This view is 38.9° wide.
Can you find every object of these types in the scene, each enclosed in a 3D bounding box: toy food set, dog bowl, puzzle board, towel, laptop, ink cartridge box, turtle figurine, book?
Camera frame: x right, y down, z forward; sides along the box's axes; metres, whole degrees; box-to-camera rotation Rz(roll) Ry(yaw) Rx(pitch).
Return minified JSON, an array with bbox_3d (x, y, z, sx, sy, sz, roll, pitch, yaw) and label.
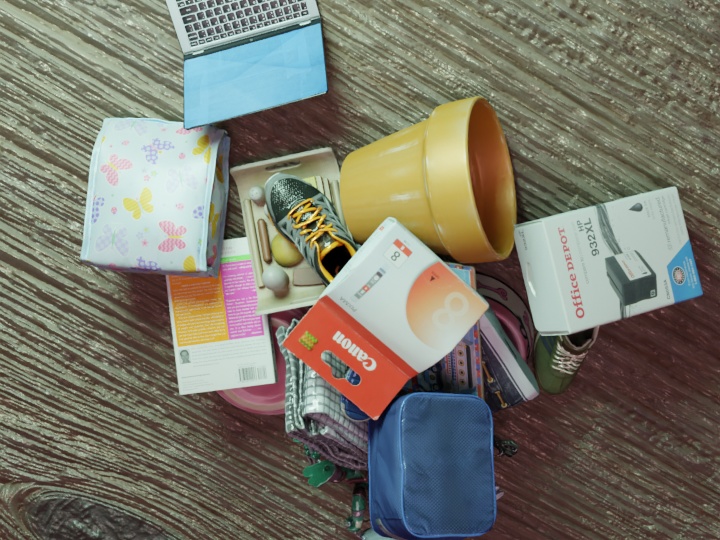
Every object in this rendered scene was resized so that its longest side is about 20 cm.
[{"bbox_3d":[-0.087,-0.051,1.339,0.143,0.060,0.201,-11,84,8],"label":"toy food set"},{"bbox_3d":[0.144,0.107,1.414,0.199,0.074,0.201,1,113,3],"label":"dog bowl"},{"bbox_3d":[0.088,0.078,1.323,0.150,0.017,0.201,11,118,36],"label":"puzzle board"},{"bbox_3d":[-0.033,0.163,1.360,0.085,0.166,0.200,-18,146,27],"label":"towel"},{"bbox_3d":[-0.149,-0.302,1.243,0.186,0.116,0.201,-13,111,9],"label":"laptop"},{"bbox_3d":[0.030,0.062,1.214,0.162,0.050,0.200,41,87,-16],"label":"ink cartridge box"},{"bbox_3d":[-0.027,0.288,1.480,0.101,0.150,0.200,-40,145,0],"label":"turtle figurine"},{"bbox_3d":[0.311,-0.012,1.284,0.199,0.084,0.146,-14,91,-18],"label":"ink cartridge box"},{"bbox_3d":[-0.190,0.061,1.388,0.133,0.048,0.201,-7,85,4],"label":"book"}]

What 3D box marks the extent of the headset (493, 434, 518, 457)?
[{"bbox_3d":[0.137,0.257,1.424,0.094,0.124,0.200,24,149,-10],"label":"headset"}]

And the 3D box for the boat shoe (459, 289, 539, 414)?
[{"bbox_3d":[0.149,0.107,1.335,0.091,0.071,0.201,-30,108,14],"label":"boat shoe"}]

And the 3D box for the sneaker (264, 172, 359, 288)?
[{"bbox_3d":[-0.050,-0.044,1.279,0.078,0.077,0.200,-39,84,-4],"label":"sneaker"}]

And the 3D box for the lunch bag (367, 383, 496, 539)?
[{"bbox_3d":[0.082,0.242,1.290,0.135,0.132,0.201,8,72,-21],"label":"lunch bag"}]

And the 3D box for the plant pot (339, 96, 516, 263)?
[{"bbox_3d":[0.080,-0.101,1.280,0.182,0.200,0.201,-8,113,23],"label":"plant pot"}]

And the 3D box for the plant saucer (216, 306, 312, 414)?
[{"bbox_3d":[-0.135,0.123,1.453,0.199,0.051,0.202,1,113,3],"label":"plant saucer"}]

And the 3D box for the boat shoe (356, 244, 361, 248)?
[{"bbox_3d":[0.000,0.000,1.383,0.199,0.067,0.074,-17,110,11],"label":"boat shoe"}]

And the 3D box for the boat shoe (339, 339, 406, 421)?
[{"bbox_3d":[0.026,0.092,1.285,0.072,0.072,0.201,25,92,-21],"label":"boat shoe"}]

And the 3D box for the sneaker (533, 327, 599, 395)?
[{"bbox_3d":[0.281,0.094,1.388,0.067,0.090,0.201,10,113,-1],"label":"sneaker"}]

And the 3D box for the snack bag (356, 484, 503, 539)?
[{"bbox_3d":[0.094,0.343,1.426,0.199,0.189,0.021,-29,90,-8],"label":"snack bag"}]

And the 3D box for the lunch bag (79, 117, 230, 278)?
[{"bbox_3d":[-0.260,-0.096,1.331,0.169,0.127,0.201,3,86,2],"label":"lunch bag"}]
